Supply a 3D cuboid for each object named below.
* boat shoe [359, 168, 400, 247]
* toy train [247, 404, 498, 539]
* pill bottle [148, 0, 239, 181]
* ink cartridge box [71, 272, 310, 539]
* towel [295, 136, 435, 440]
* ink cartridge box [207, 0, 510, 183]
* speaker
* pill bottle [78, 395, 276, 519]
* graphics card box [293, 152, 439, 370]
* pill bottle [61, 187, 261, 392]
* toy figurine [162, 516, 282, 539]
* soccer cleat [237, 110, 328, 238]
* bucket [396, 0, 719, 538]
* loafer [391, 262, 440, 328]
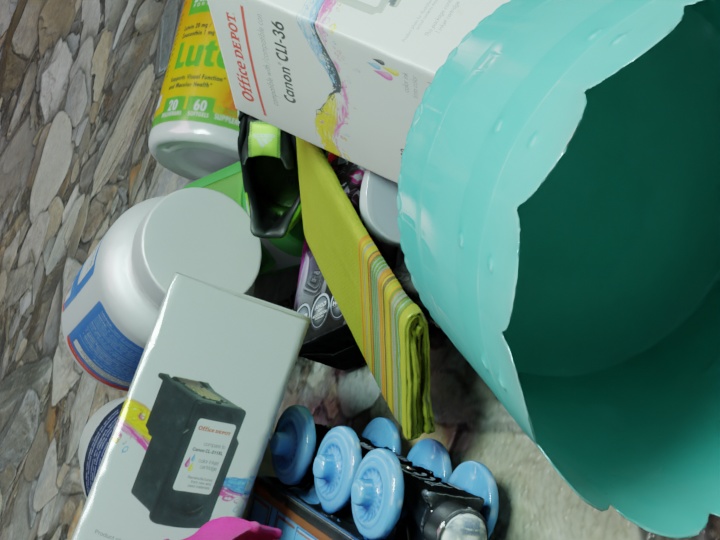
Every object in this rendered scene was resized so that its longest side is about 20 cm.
[{"bbox_3d":[0.052,-0.096,0.826,0.201,0.070,0.066,-65,13,-19],"label":"boat shoe"},{"bbox_3d":[0.004,0.145,0.760,0.200,0.086,0.115,16,94,62],"label":"toy train"},{"bbox_3d":[-0.098,-0.177,1.137,0.111,0.110,0.202,-17,57,58],"label":"pill bottle"},{"bbox_3d":[-0.103,0.117,0.800,0.146,0.082,0.202,118,172,-77],"label":"ink cartridge box"},{"bbox_3d":[0.000,0.000,0.788,0.200,0.018,0.087,-119,22,-50],"label":"towel"},{"bbox_3d":[-0.009,-0.118,0.731,0.068,0.199,0.117,-56,-20,-23],"label":"ink cartridge box"},{"bbox_3d":[-0.083,-0.039,1.044,0.199,0.088,0.089,-14,60,59],"label":"speaker"},{"bbox_3d":[-0.133,0.145,0.979,0.200,0.110,0.112,11,81,63],"label":"pill bottle"},{"bbox_3d":[0.014,-0.046,0.904,0.125,0.051,0.202,-26,51,53],"label":"graphics card box"},{"bbox_3d":[-0.139,0.014,0.980,0.200,0.111,0.113,146,138,-62],"label":"pill bottle"},{"bbox_3d":[-0.042,0.208,0.651,0.150,0.198,0.186,93,174,-69],"label":"toy figurine"},{"bbox_3d":[-0.049,-0.112,0.863,0.081,0.067,0.201,-71,-17,-53],"label":"soccer cleat"},{"bbox_3d":[0.118,-0.018,0.531,0.209,0.206,0.135,-65,25,8],"label":"bucket"},{"bbox_3d":[0.069,0.016,0.730,0.073,0.071,0.200,-34,10,-6],"label":"loafer"}]
